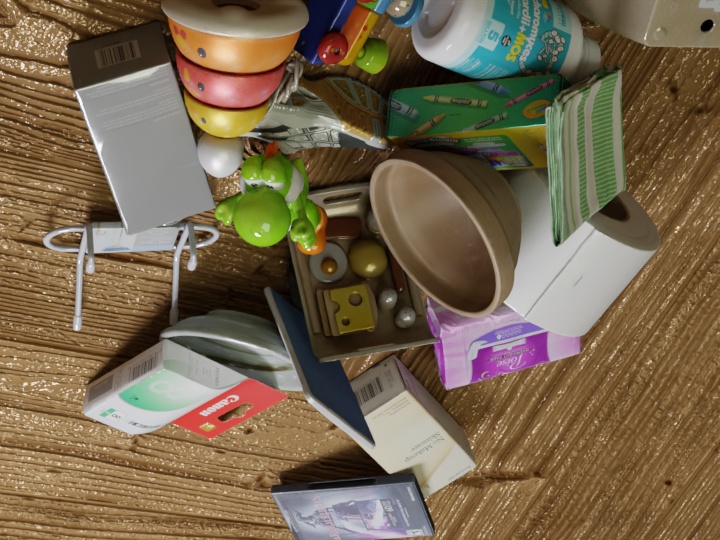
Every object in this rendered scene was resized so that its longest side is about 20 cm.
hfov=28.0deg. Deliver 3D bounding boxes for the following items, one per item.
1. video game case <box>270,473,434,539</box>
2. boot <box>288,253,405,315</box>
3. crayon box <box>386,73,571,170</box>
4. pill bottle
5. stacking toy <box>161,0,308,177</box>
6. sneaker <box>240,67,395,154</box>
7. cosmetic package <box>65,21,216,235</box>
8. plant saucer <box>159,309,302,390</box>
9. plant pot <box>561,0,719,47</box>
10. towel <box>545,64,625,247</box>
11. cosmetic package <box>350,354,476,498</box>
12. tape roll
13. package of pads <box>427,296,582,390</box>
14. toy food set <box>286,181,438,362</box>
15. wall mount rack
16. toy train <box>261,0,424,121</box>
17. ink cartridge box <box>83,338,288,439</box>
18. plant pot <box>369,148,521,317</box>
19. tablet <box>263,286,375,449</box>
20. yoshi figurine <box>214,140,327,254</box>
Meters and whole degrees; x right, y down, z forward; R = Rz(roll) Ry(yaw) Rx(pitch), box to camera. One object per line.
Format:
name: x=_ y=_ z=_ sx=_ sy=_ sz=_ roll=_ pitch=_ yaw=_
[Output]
video game case: x=-0.009 y=0.329 z=1.981 sx=0.198 sy=0.019 sz=0.143 roll=-7 pitch=139 yaw=12
boot: x=0.001 y=0.023 z=1.762 sx=0.198 sy=0.068 sz=0.131 roll=-3 pitch=137 yaw=-10
crayon box: x=0.142 y=-0.156 z=1.569 sx=0.199 sy=0.059 sz=0.119 roll=-2 pitch=162 yaw=26
pill bottle: x=0.161 y=-0.249 z=1.549 sx=0.199 sy=0.111 sz=0.111 roll=16 pitch=122 yaw=-31
stacking toy: x=-0.132 y=-0.184 z=1.455 sx=0.145 sy=0.146 sz=0.201 roll=-2 pitch=119 yaw=-18
sneaker: x=-0.053 y=-0.165 z=1.582 sx=0.199 sy=0.076 sz=0.088 roll=14 pitch=141 yaw=-27
cosmetic package: x=-0.228 y=-0.146 z=1.516 sx=0.106 sy=0.090 sz=0.201 roll=-16 pitch=135 yaw=-6
plant saucer: x=-0.138 y=0.088 z=1.720 sx=0.198 sy=0.051 sz=0.200 roll=13 pitch=163 yaw=4
plant pot: x=0.333 y=-0.334 z=1.495 sx=0.198 sy=0.178 sz=0.201 roll=-1 pitch=129 yaw=-17
towel: x=0.239 y=-0.127 z=1.518 sx=0.023 sy=0.200 sz=0.154 roll=4 pitch=110 yaw=27
cosmetic package: x=0.061 y=0.212 z=1.925 sx=0.103 sy=0.073 sz=0.200 roll=-34 pitch=130 yaw=11
tape roll: x=0.230 y=-0.042 z=1.687 sx=0.202 sy=0.203 sz=0.139 roll=20 pitch=119 yaw=-32
package of pads: x=0.187 y=0.072 z=1.850 sx=0.198 sy=0.076 sz=0.121 roll=-15 pitch=131 yaw=-7
toy food set: x=0.000 y=0.000 z=1.660 sx=0.142 sy=0.202 sz=0.060 roll=-10 pitch=165 yaw=-12
wall mount rack: x=-0.259 y=0.001 z=1.639 sx=0.198 sy=0.075 sz=0.174 roll=-2 pitch=157 yaw=-17
toy train: x=-0.020 y=-0.232 z=1.508 sx=0.115 sy=0.085 sz=0.201 roll=14 pitch=111 yaw=-45
ink cartridge box: x=-0.213 y=0.165 z=1.771 sx=0.199 sy=0.050 sz=0.160 roll=31 pitch=135 yaw=-34
plant pot: x=0.109 y=-0.057 z=1.574 sx=0.093 sy=0.200 sz=0.202 roll=-37 pitch=138 yaw=-26
tablet: x=-0.049 y=0.111 z=1.656 sx=0.014 sy=0.201 sz=0.130 roll=-39 pitch=130 yaw=12
yoshi figurine: x=-0.096 y=-0.059 z=1.553 sx=0.112 sy=0.113 sz=0.200 roll=-28 pitch=164 yaw=1
